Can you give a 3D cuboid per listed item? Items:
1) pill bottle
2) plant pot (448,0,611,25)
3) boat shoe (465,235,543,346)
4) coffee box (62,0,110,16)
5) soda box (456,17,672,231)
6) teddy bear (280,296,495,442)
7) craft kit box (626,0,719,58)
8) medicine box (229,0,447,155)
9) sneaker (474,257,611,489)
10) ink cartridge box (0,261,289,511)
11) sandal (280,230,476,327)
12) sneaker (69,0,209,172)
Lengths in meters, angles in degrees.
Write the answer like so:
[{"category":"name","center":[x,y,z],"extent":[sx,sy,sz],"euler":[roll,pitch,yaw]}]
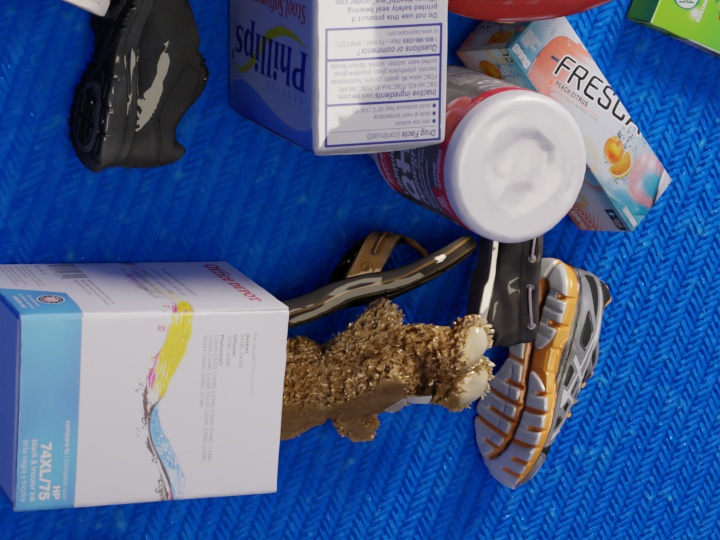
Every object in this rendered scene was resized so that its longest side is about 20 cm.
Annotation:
[{"category":"pill bottle","center":[0.075,-0.095,1.480],"extent":[0.111,0.200,0.111],"euler":[-6,106,-23]},{"category":"plant pot","center":[0.125,-0.293,1.454],"extent":[0.200,0.200,0.183],"euler":[-19,119,-18]},{"category":"boat shoe","center":[0.128,-0.034,1.571],"extent":[0.057,0.067,0.200],"euler":[6,110,-12]},{"category":"coffee box","center":[-0.188,-0.287,1.359],"extent":[0.080,0.113,0.200],"euler":[19,96,-27]},{"category":"soda box","center":[0.164,-0.123,1.580],"extent":[0.064,0.068,0.200],"euler":[-50,119,-23]},{"category":"teddy bear","center":[0.011,0.077,1.557],"extent":[0.200,0.067,0.145],"euler":[-18,146,9]},{"category":"craft kit box","center":[0.342,-0.268,1.641],"extent":[0.197,0.049,0.200],"euler":[18,96,-24]},{"category":"medicine box","center":[-0.019,-0.199,1.419],"extent":[0.103,0.182,0.200],"euler":[-5,106,-22]},{"category":"sneaker","center":[0.158,0.089,1.642],"extent":[0.077,0.078,0.200],"euler":[4,109,-43]},{"category":"ink cartridge box","center":[-0.172,0.079,1.450],"extent":[0.200,0.147,0.146],"euler":[-1,104,-23]},{"category":"sandal","center":[0.000,0.000,1.555],"extent":[0.200,0.082,0.055],"euler":[-18,85,-14]},{"category":"sneaker","center":[-0.151,-0.168,1.441],"extent":[0.091,0.076,0.200],"euler":[4,110,-35]}]
